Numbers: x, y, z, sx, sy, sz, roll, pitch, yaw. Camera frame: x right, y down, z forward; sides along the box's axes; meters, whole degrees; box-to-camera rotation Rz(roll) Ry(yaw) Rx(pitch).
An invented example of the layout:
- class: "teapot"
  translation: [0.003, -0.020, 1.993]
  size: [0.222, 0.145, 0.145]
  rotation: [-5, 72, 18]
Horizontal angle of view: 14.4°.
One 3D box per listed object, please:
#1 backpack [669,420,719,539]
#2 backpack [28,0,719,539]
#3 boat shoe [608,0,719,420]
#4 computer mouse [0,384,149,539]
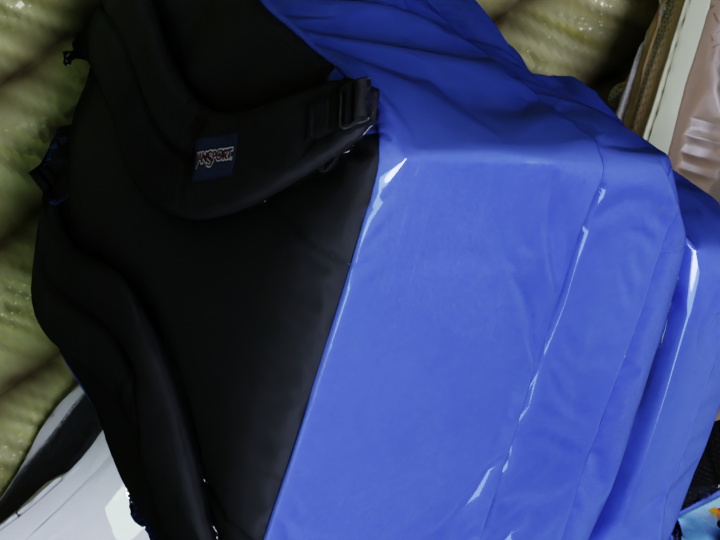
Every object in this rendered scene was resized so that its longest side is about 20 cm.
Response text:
- class: "backpack"
  translation: [0.205, 0.060, 0.887]
  size: [0.182, 0.135, 0.200]
  rotation: [35, 134, -29]
- class: "backpack"
  translation: [0.000, 0.000, 0.793]
  size: [0.167, 0.200, 0.163]
  rotation: [10, 110, -33]
- class: "boat shoe"
  translation: [0.106, -0.056, 0.873]
  size: [0.071, 0.076, 0.201]
  rotation: [25, 82, -30]
- class: "computer mouse"
  translation: [-0.100, 0.107, 0.901]
  size: [0.109, 0.044, 0.200]
  rotation: [32, 102, -28]
